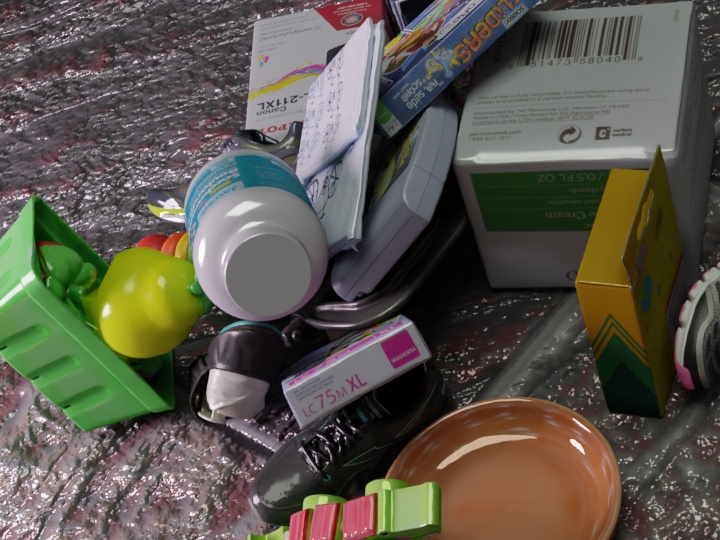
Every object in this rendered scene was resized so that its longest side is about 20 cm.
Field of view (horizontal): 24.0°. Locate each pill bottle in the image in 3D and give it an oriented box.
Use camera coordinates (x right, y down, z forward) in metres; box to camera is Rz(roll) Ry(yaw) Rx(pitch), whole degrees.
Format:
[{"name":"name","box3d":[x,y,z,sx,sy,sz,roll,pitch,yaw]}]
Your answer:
[{"name":"pill bottle","box3d":[-0.087,-0.026,1.403,0.110,0.111,0.200,-23,20,-2]}]

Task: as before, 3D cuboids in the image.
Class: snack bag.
[{"name":"snack bag","box3d":[-0.024,-0.098,1.476,0.021,0.189,0.201,11,76,-16]}]

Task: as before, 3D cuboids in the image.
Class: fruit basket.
[{"name":"fruit basket","box3d":[-0.219,0.028,1.508,0.215,0.216,0.156,-18,36,3]}]

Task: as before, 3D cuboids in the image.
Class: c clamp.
[{"name":"c clamp","box3d":[0.000,0.000,1.500,0.170,0.027,0.200,1,39,50]}]

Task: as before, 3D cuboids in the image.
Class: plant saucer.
[{"name":"plant saucer","box3d":[0.114,0.192,1.367,0.199,0.038,0.201,-11,46,12]}]

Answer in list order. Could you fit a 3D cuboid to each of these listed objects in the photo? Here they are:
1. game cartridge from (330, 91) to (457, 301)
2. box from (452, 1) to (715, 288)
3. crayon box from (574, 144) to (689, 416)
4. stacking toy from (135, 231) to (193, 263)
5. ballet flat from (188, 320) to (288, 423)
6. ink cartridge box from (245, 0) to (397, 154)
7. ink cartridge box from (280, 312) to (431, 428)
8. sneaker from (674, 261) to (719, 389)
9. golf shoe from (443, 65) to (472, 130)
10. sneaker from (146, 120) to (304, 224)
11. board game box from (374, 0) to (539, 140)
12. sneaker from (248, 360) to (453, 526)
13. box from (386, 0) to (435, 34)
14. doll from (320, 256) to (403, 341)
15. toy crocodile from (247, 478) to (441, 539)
[{"name":"game cartridge","box3d":[0.033,-0.075,1.471,0.133,0.041,0.200,-46,18,32]},{"name":"box","box3d":[0.205,-0.110,1.518,0.198,0.172,0.201,-1,49,19]},{"name":"crayon box","box3d":[0.223,0.008,1.381,0.051,0.200,0.127,5,50,24]},{"name":"stacking toy","box3d":[-0.142,-0.010,1.603,0.199,0.085,0.086,-6,44,39]},{"name":"ballet flat","box3d":[-0.107,0.096,1.456,0.068,0.200,0.069,14,73,-11]},{"name":"ink cartridge box","box3d":[-0.035,-0.175,1.728,0.145,0.083,0.201,-10,46,11]},{"name":"ink cartridge box","box3d":[-0.009,0.079,1.429,0.119,0.042,0.200,-28,1,-2]},{"name":"sneaker","box3d":[0.337,0.028,1.410,0.087,0.074,0.200,19,52,40]},{"name":"golf shoe","box3d":[0.096,-0.152,1.654,0.199,0.093,0.072,-18,23,-39]},{"name":"sneaker","box3d":[-0.119,-0.093,1.633,0.199,0.081,0.074,-10,1,23]},{"name":"board game box","box3d":[0.071,-0.204,1.511,0.200,0.034,0.135,-43,18,-2]},{"name":"sneaker","box3d":[-0.013,0.137,1.425,0.200,0.079,0.075,-35,64,-12]},{"name":"box","box3d":[0.080,-0.294,1.750,0.107,0.149,0.200,-18,45,2]},{"name":"doll","box3d":[-0.003,-0.012,1.589,0.136,0.049,0.201,-2,53,14]},{"name":"toy crocodile","box3d":[-0.011,0.206,1.344,0.200,0.062,0.068,-21,55,44]}]
